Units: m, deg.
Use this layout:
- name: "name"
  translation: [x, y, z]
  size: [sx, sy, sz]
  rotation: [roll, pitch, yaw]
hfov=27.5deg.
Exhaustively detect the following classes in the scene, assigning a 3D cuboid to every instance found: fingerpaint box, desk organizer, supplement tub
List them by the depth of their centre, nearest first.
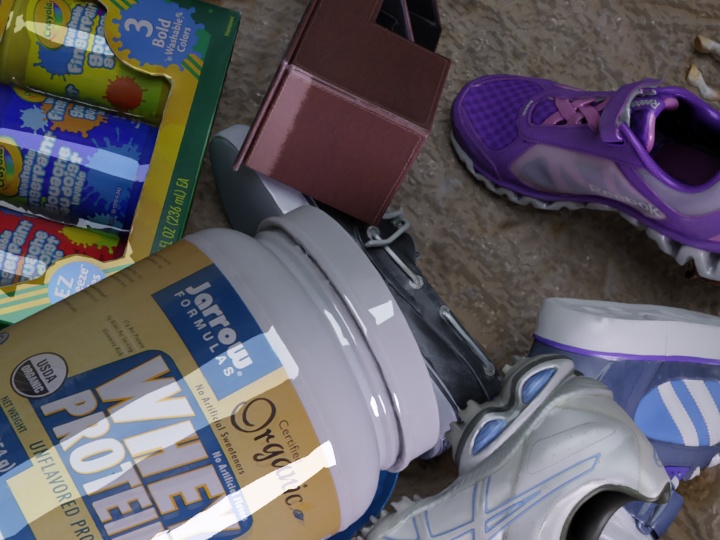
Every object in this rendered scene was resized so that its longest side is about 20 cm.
- name: "supplement tub"
  translation: [-0.082, 0.070, 0.620]
  size: [0.200, 0.145, 0.145]
  rotation: [-28, 77, -17]
- name: "fingerpaint box"
  translation: [-0.165, -0.056, 0.746]
  size: [0.167, 0.073, 0.200]
  rotation: [15, 67, -6]
- name: "desk organizer"
  translation: [0.005, -0.118, 0.769]
  size: [0.077, 0.072, 0.200]
  rotation: [25, 41, -6]

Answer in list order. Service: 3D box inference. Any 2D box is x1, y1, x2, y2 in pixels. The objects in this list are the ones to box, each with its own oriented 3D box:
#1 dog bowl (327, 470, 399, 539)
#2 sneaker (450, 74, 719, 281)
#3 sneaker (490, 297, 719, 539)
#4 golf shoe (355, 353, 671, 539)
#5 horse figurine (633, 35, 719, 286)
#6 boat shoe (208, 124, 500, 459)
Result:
- name: "dog bowl"
  translation: [-0.061, 0.126, 0.712]
  size: [0.111, 0.050, 0.200]
  rotation: [32, 65, 1]
- name: "sneaker"
  translation: [0.137, -0.070, 0.786]
  size: [0.200, 0.088, 0.080]
  rotation: [24, 69, 25]
- name: "sneaker"
  translation: [0.155, 0.095, 0.769]
  size: [0.200, 0.081, 0.147]
  rotation: [7, 96, -35]
- name: "golf shoe"
  translation: [0.054, 0.136, 0.661]
  size: [0.097, 0.078, 0.200]
  rotation: [43, 100, 26]
- name: "horse figurine"
  translation: [0.239, -0.059, 0.850]
  size: [0.133, 0.050, 0.200]
  rotation: [22, 65, 2]
- name: "boat shoe"
  translation: [0.001, -0.001, 0.762]
  size: [0.068, 0.074, 0.199]
  rotation: [-36, 83, -25]
